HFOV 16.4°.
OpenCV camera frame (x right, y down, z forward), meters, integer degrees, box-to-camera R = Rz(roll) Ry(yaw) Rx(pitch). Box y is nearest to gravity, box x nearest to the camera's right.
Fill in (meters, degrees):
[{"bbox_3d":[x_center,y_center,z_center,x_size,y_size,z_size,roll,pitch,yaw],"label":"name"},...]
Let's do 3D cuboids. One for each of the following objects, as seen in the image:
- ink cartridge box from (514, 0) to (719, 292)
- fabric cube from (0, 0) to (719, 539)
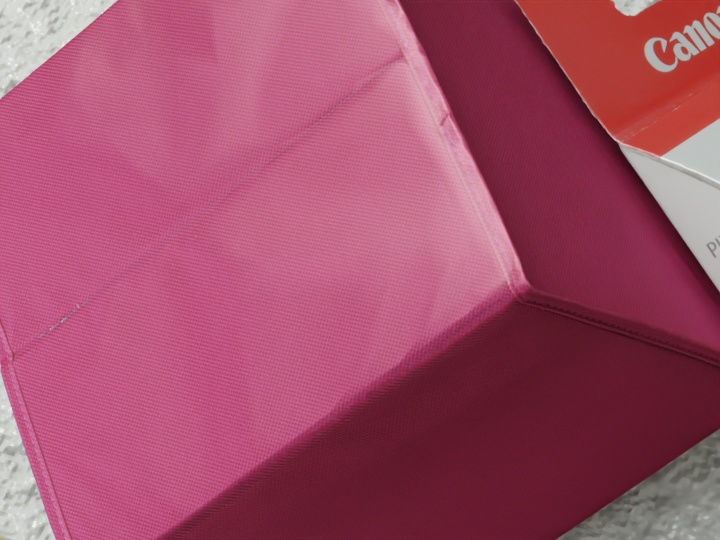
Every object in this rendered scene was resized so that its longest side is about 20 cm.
[{"bbox_3d":[0.166,-0.055,0.927,0.161,0.050,0.200,-31,88,-46],"label":"ink cartridge box"},{"bbox_3d":[0.000,0.000,0.910,0.199,0.196,0.200,-36,60,23],"label":"fabric cube"}]
